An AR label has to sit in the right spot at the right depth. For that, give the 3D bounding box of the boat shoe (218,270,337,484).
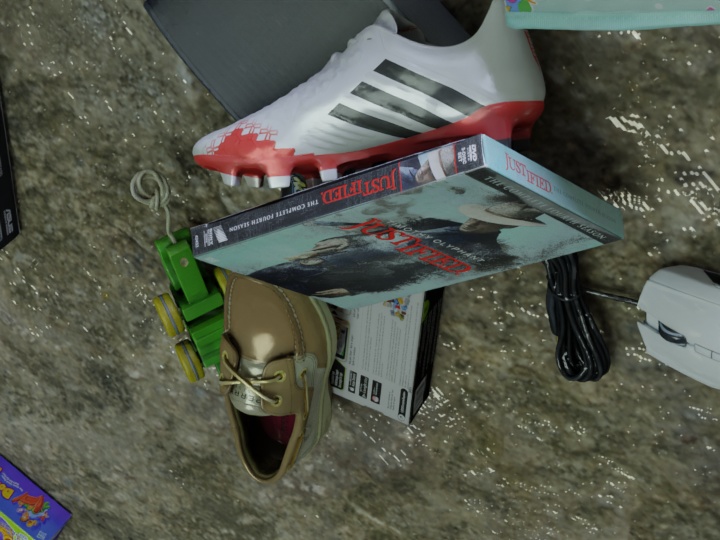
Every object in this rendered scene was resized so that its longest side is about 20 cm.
[{"bbox_3d":[-0.058,0.068,0.910,0.073,0.067,0.201,17,141,22],"label":"boat shoe"}]

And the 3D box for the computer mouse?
[{"bbox_3d":[0.193,0.033,0.794,0.198,0.044,0.111,10,126,28],"label":"computer mouse"}]

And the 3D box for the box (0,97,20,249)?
[{"bbox_3d":[-0.358,-0.109,1.046,0.198,0.050,0.159,19,131,21],"label":"box"}]

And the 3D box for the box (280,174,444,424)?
[{"bbox_3d":[0.000,0.000,0.903,0.109,0.035,0.202,22,132,19],"label":"box"}]

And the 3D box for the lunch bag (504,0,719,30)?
[{"bbox_3d":[0.155,-0.197,0.594,0.198,0.122,0.172,8,126,36],"label":"lunch bag"}]

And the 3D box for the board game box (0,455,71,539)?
[{"bbox_3d":[-0.366,0.250,1.324,0.134,0.045,0.200,39,135,2],"label":"board game box"}]

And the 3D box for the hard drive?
[{"bbox_3d":[-0.024,-0.125,0.791,0.200,0.042,0.135,44,114,0],"label":"hard drive"}]

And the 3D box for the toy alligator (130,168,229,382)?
[{"bbox_3d":[-0.120,0.010,0.980,0.054,0.059,0.202,45,157,62],"label":"toy alligator"}]

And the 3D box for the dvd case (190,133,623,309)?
[{"bbox_3d":[0.025,-0.021,0.770,0.198,0.022,0.145,-16,157,35],"label":"dvd case"}]

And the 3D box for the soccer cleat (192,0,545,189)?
[{"bbox_3d":[0.001,-0.092,0.739,0.197,0.068,0.087,-8,89,21],"label":"soccer cleat"}]
